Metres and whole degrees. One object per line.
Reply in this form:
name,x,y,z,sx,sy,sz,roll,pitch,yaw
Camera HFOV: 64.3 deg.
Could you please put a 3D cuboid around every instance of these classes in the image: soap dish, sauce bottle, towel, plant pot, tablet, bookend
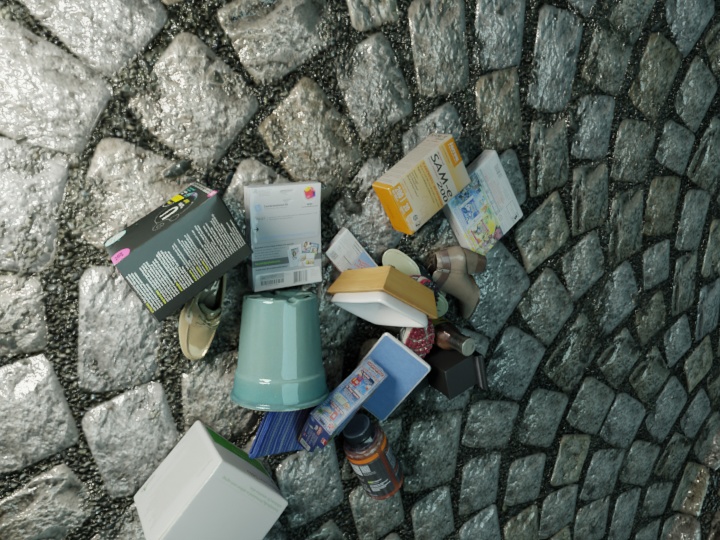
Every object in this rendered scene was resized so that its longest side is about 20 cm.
soap dish,0.047,0.054,1.188,0.156,0.198,0.083,28,71,-31
sauce bottle,0.187,0.143,1.316,0.065,0.199,0.068,-10,109,-30
towel,-0.146,0.327,1.219,0.199,0.024,0.147,17,98,-58
plant pot,-0.158,0.145,1.121,0.196,0.199,0.201,-3,97,-30
tablet,0.054,0.240,1.280,0.129,0.014,0.201,37,119,0
bookend,0.154,0.241,1.324,0.196,0.199,0.094,-25,115,-24

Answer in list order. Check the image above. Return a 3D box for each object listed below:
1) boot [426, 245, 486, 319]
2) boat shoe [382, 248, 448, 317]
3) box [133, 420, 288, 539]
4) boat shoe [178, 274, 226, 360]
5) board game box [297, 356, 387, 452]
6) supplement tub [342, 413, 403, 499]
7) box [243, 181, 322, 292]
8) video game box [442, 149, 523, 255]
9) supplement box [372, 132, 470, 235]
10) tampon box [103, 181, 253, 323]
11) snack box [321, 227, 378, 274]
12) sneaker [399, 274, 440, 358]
boot,0.222,0.031,1.391,0.143,0.071,0.204,0,117,-18
boat shoe,0.125,0.021,1.322,0.198,0.066,0.075,40,105,-11
box,-0.293,0.452,1.122,0.201,0.170,0.199,-50,123,-10
boat shoe,-0.294,0.077,1.081,0.071,0.065,0.205,11,98,-33
board game box,-0.035,0.288,1.221,0.199,0.062,0.201,-41,165,-31
supplement tub,0.025,0.436,1.353,0.106,0.106,0.203,-33,118,-19
box,-0.152,-0.070,1.144,0.153,0.041,0.205,-9,109,-30
video game box,0.294,-0.155,1.392,0.182,0.047,0.202,-44,121,-16
supplement box,0.138,-0.194,1.268,0.199,0.073,0.127,-42,121,-16
tampon box,-0.314,-0.039,0.986,0.199,0.149,0.128,-38,120,-17
snack box,0.000,0.000,1.266,0.072,0.024,0.201,-47,122,-11
sneaker,0.124,0.110,1.275,0.079,0.074,0.205,3,106,-28
